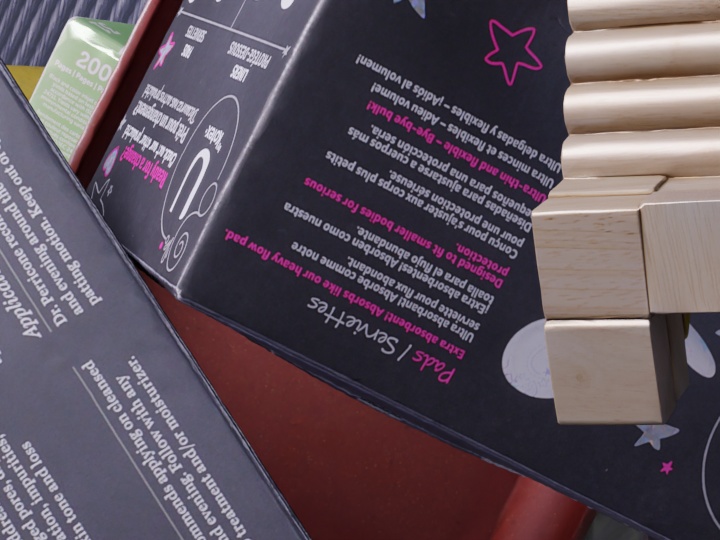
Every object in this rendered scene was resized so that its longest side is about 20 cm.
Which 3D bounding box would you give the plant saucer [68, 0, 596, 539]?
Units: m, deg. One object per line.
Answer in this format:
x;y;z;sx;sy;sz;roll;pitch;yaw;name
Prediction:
0.000;0.000;0.794;0.201;0.199;0.037;-63;19;0;plant saucer

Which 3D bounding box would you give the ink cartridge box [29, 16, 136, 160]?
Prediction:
-0.064;-0.081;0.994;0.201;0.048;0.145;-63;-16;11;ink cartridge box

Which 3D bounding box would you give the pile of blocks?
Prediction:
0.084;-0.059;0.565;0.062;0.082;0.201;-1;70;24;pile of blocks

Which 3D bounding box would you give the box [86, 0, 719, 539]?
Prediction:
0.044;-0.009;0.694;0.115;0.199;0.132;-62;19;0;box

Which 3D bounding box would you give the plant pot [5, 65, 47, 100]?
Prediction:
-0.159;0.023;1.162;0.195;0.199;0.195;-41;29;48;plant pot

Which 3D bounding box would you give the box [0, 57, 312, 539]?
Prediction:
-0.127;0.065;0.671;0.182;0.200;0.104;-31;-12;-9;box
